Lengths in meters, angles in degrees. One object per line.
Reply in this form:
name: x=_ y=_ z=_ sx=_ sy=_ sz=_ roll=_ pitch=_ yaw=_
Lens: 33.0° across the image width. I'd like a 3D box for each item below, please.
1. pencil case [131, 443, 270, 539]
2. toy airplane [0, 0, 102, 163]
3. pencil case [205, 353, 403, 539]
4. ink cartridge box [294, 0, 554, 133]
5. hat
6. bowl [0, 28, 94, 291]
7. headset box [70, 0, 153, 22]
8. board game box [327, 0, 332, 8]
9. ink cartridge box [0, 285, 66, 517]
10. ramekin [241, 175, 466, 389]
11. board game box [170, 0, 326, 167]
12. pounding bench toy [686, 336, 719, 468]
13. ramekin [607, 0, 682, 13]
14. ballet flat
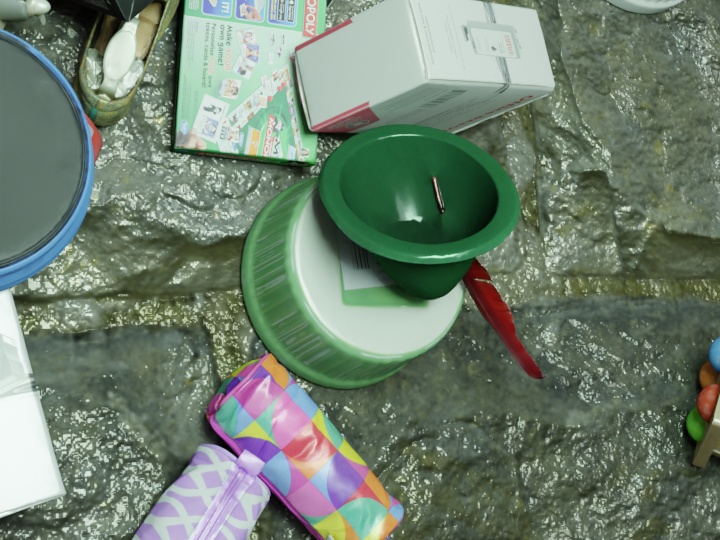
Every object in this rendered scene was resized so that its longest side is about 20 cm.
pencil case: x=-0.149 y=0.237 z=0.978 sx=0.083 sy=0.086 sz=0.201 roll=31 pitch=65 yaw=-2
toy airplane: x=-0.320 y=-0.152 z=0.961 sx=0.197 sy=0.141 sz=0.202 roll=-18 pitch=73 yaw=-34
pencil case: x=-0.048 y=0.167 z=1.045 sx=0.088 sy=0.088 sz=0.201 roll=-42 pitch=95 yaw=-27
ink cartridge box: x=0.061 y=-0.183 z=1.111 sx=0.199 sy=0.145 sz=0.084 roll=-6 pitch=81 yaw=-49
hat: x=0.051 y=0.001 z=1.056 sx=0.164 sy=0.178 sz=0.200 roll=-23 pitch=50 yaw=-25
bowl: x=-0.284 y=-0.083 z=0.858 sx=0.198 sy=0.039 sz=0.204 roll=7 pitch=74 yaw=-24
headset box: x=-0.220 y=-0.304 z=1.029 sx=0.149 sy=0.199 sz=0.078 roll=-47 pitch=139 yaw=-23
board game box: x=-0.109 y=-0.311 z=1.158 sx=0.199 sy=0.035 sz=0.127 roll=37 pitch=66 yaw=-12
ink cartridge box: x=-0.297 y=0.089 z=0.912 sx=0.083 sy=0.144 sz=0.203 roll=-14 pitch=84 yaw=-27
ramekin: x=0.000 y=0.000 z=1.096 sx=0.197 sy=0.098 sz=0.203 roll=6 pitch=75 yaw=-23
board game box: x=-0.100 y=-0.202 z=1.111 sx=0.133 sy=0.029 sz=0.203 roll=5 pitch=86 yaw=-17
pounding bench toy: x=0.415 y=0.155 z=1.246 sx=0.154 sy=0.201 sz=0.125 roll=16 pitch=65 yaw=13
ramekin: x=0.325 y=-0.398 z=1.342 sx=0.197 sy=0.105 sz=0.203 roll=6 pitch=75 yaw=-23
ballet flat: x=-0.198 y=-0.224 z=1.060 sx=0.070 sy=0.071 sz=0.203 roll=21 pitch=80 yaw=-18
